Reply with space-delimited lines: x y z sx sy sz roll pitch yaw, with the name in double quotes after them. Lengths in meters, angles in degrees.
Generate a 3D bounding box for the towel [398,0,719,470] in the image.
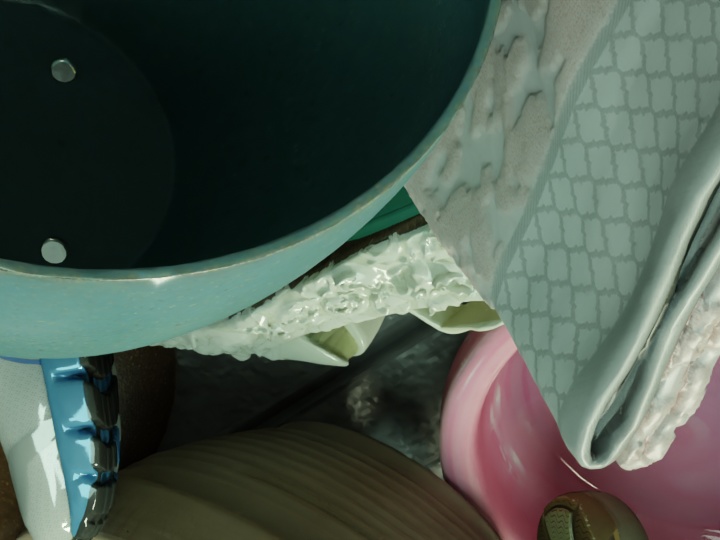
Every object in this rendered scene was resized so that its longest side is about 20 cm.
0.056 -0.085 0.567 0.032 0.191 0.200 2 130 -31 "towel"

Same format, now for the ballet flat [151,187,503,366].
0.000 0.000 0.741 0.200 0.072 0.072 -13 130 43 "ballet flat"

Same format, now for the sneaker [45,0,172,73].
-0.069 -0.109 0.693 0.075 0.077 0.200 -20 121 18 "sneaker"

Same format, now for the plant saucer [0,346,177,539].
-0.163 0.040 0.830 0.200 0.037 0.201 1 127 2 "plant saucer"

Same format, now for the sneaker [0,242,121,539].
-0.126 -0.009 0.732 0.086 0.075 0.201 -14 93 -2 "sneaker"

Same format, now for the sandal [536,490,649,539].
0.109 0.157 0.820 0.054 0.080 0.201 -23 114 -18 "sandal"

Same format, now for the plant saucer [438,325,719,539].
0.126 0.046 0.805 0.200 0.051 0.201 3 136 3 "plant saucer"

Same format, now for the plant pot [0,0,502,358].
-0.080 -0.059 0.594 0.199 0.201 0.135 15 151 -9 "plant pot"

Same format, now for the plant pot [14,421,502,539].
-0.012 0.117 0.824 0.200 0.093 0.201 27 152 16 "plant pot"
